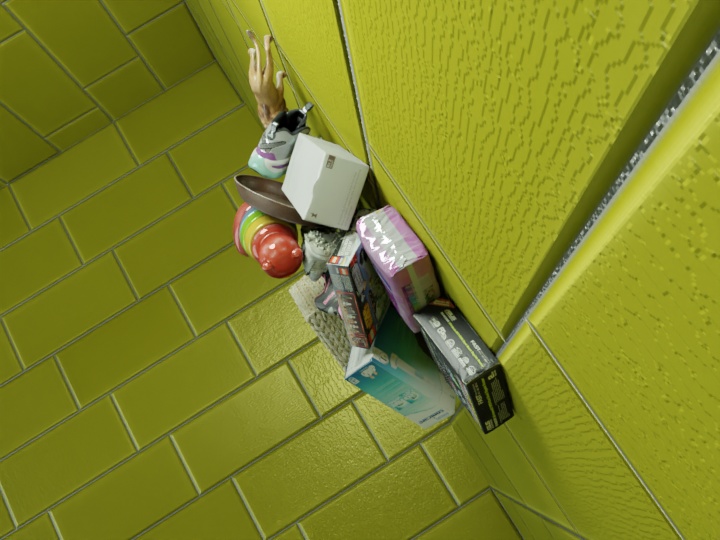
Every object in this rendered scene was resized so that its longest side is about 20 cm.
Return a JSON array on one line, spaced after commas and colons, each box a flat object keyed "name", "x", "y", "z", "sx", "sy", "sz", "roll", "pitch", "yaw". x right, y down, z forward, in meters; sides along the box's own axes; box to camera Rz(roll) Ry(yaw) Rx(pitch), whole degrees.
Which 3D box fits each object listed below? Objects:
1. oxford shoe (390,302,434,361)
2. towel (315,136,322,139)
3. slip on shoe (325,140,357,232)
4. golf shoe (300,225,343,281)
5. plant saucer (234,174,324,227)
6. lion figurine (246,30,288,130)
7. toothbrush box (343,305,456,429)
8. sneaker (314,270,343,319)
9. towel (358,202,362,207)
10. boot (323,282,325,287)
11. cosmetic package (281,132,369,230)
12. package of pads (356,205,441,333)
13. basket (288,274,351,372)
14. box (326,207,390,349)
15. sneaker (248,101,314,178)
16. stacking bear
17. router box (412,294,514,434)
[{"name": "oxford shoe", "x": 0.129, "y": 0.092, "z": 1.225, "sx": 0.200, "sy": 0.071, "sz": 0.071, "roll": 55, "pitch": -154, "yaw": 15}, {"name": "towel", "x": -0.075, "y": -0.207, "z": 1.439, "sx": 0.200, "sy": 0.031, "sz": 0.149, "roll": -159, "pitch": 45, "yaw": -82}, {"name": "slip on shoe", "x": -0.037, "y": -0.160, "z": 1.277, "sx": 0.074, "sy": 0.061, "sz": 0.200, "roll": 42, "pitch": -152, "yaw": -77}, {"name": "golf shoe", "x": -0.065, "y": -0.024, "z": 1.147, "sx": 0.200, "sy": 0.078, "sz": 0.097, "roll": -131, "pitch": 46, "yaw": -78}, {"name": "plant saucer", "x": -0.131, "y": -0.120, "z": 1.175, "sx": 0.200, "sy": 0.035, "sz": 0.200, "roll": 19, "pitch": -165, "yaw": -5}, {"name": "lion figurine", "x": -0.172, "y": -0.333, "z": 1.217, "sx": 0.200, "sy": 0.072, "sz": 0.123, "roll": 50, "pitch": -141, "yaw": -67}, {"name": "toothbrush box", "x": 0.082, "y": 0.176, "z": 1.232, "sx": 0.200, "sy": 0.085, "sz": 0.147, "roll": 33, "pitch": -139, "yaw": -19}, {"name": "sneaker", "x": -0.027, "y": -0.006, "z": 1.199, "sx": 0.095, "sy": 0.200, "sz": 0.079, "roll": 6, "pitch": 154, "yaw": 29}, {"name": "towel", "x": -0.030, "y": -0.168, "z": 1.454, "sx": 0.086, "sy": 0.018, "sz": 0.200, "roll": 66, "pitch": 174, "yaw": -29}, {"name": "boot", "x": 0.000, "y": 0.000, "z": 1.311, "sx": 0.077, "sy": 0.155, "sz": 0.200, "roll": 59, "pitch": 177, "yaw": -25}, {"name": "cosmetic package", "x": -0.063, "y": -0.151, "z": 1.093, "sx": 0.081, "sy": 0.113, "sz": 0.200, "roll": 14, "pitch": -163, "yaw": -23}, {"name": "package of pads", "x": 0.067, "y": 0.000, "z": 1.039, "sx": 0.121, "sy": 0.076, "sz": 0.200, "roll": 59, "pitch": 178, "yaw": 34}, {"name": "basket", "x": -0.038, "y": 0.088, "z": 1.500, "sx": 0.198, "sy": 0.161, "sz": 0.200, "roll": 56, "pitch": 177, "yaw": -27}, {"name": "box", "x": 0.005, "y": 0.016, "z": 1.108, "sx": 0.200, "sy": 0.040, "sz": 0.137, "roll": 77, "pitch": -150, "yaw": -42}, {"name": "sneaker", "x": -0.115, "y": -0.246, "z": 1.217, "sx": 0.078, "sy": 0.140, "sz": 0.200, "roll": 32, "pitch": -156, "yaw": 9}, {"name": "stacking bear", "x": -0.158, "y": -0.051, "z": 1.191, "sx": 0.200, "sy": 0.121, "sz": 0.114, "roll": -128, "pitch": 22, "yaw": -58}, {"name": "router box", "x": 0.167, "y": 0.152, "z": 1.052, "sx": 0.150, "sy": 0.062, "sz": 0.200, "roll": 55, "pitch": 176, "yaw": 39}]
